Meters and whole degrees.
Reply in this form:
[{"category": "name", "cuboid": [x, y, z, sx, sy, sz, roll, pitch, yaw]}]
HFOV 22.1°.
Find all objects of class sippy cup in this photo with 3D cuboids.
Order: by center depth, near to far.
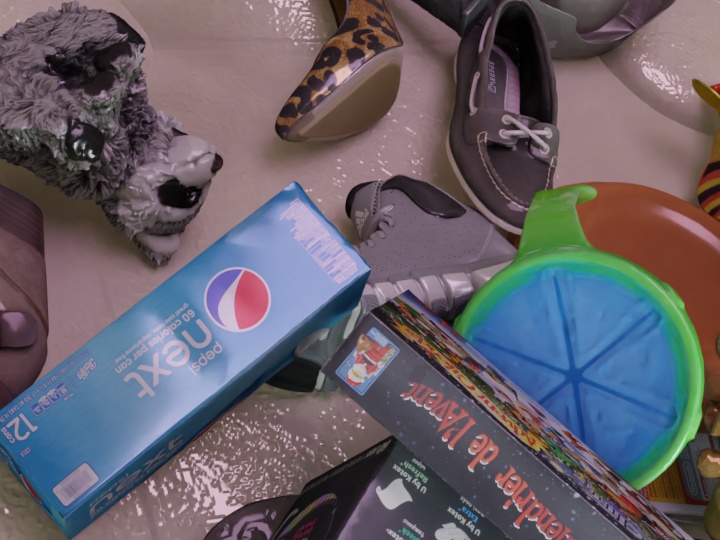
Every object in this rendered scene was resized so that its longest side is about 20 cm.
[{"category": "sippy cup", "cuboid": [0.127, 0.053, 1.016, 0.139, 0.178, 0.130, 27, 10, 14]}]

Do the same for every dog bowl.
[{"category": "dog bowl", "cuboid": [0.133, -0.236, 1.309, 0.199, 0.059, 0.201, 14, 53, -19]}]

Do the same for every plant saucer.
[{"category": "plant saucer", "cuboid": [0.187, 0.013, 1.154, 0.199, 0.038, 0.201, 15, 42, -14]}]

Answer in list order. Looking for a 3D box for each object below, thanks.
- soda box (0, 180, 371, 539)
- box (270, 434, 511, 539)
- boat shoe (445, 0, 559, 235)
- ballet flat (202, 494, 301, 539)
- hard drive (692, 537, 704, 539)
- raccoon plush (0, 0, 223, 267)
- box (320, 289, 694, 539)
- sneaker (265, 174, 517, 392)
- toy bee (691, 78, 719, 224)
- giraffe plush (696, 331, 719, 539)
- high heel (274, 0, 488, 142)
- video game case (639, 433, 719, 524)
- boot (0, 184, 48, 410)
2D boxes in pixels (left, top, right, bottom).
[{"category": "soda box", "cuboid": [-0.090, 0.046, 0.939, 0.200, 0.068, 0.064, -38, 80, -16]}, {"category": "box", "cuboid": [-0.014, 0.193, 0.863, 0.106, 0.122, 0.200, 39, 57, -8]}, {"category": "boat shoe", "cuboid": [0.093, -0.104, 1.167, 0.067, 0.057, 0.200, 19, 37, -17]}, {"category": "ballet flat", "cuboid": [0.004, 0.146, 0.988, 0.199, 0.046, 0.068, -9, 78, -26]}, {"category": "hard drive", "cuboid": [0.239, 0.200, 1.028, 0.199, 0.033, 0.140, 15, 17, -18]}, {"category": "raccoon plush", "cuboid": [-0.174, -0.080, 1.047, 0.199, 0.134, 0.097, 17, 61, 25]}, {"category": "box", "cuboid": [0.077, 0.092, 0.887, 0.200, 0.038, 0.137, 41, 8, 4]}, {"category": "sneaker", "cuboid": [0.000, 0.000, 1.076, 0.199, 0.075, 0.116, -10, 49, -31]}, {"category": "toy bee", "cuboid": [0.281, -0.096, 1.275, 0.200, 0.109, 0.131, -38, 112, -31]}, {"category": "giraffe plush", "cuboid": [0.280, 0.105, 1.056, 0.162, 0.200, 0.173, 2, 60, 22]}, {"category": "high heel", "cuboid": [-0.028, -0.161, 1.178, 0.142, 0.072, 0.200, 36, 51, 16]}, {"category": "video game case", "cuboid": [0.165, 0.085, 1.126, 0.199, 0.017, 0.143, 7, 55, -24]}, {"category": "boot", "cuboid": [-0.250, 0.000, 0.937, 0.199, 0.070, 0.147, 21, 53, -12]}]
